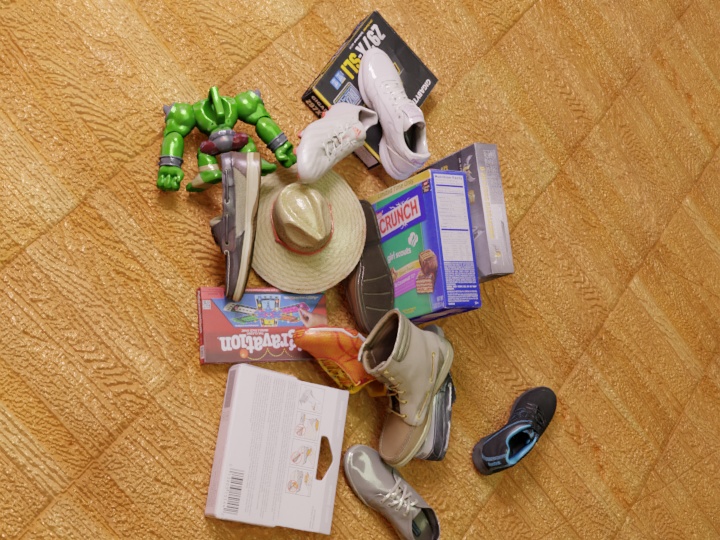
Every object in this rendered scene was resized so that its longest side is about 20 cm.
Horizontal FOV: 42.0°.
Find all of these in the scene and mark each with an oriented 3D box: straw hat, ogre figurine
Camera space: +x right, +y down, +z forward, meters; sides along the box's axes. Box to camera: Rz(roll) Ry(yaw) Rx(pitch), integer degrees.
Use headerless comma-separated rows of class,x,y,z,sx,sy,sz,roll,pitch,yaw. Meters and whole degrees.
straw hat,-0.082,-0.074,1.313,0.196,0.085,0.206,2,79,-8
ogre figurine,-0.190,-0.183,1.296,0.196,0.098,0.123,-15,84,3

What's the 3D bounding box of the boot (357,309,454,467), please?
boot,0.048,0.168,1.328,0.154,0.071,0.204,32,79,-49

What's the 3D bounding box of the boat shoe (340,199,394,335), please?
boat shoe,0.000,0.000,1.401,0.071,0.067,0.205,4,75,-40

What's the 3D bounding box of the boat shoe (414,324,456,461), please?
boat shoe,0.114,0.187,1.427,0.067,0.071,0.205,18,67,-34

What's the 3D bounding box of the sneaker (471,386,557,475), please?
sneaker,0.266,0.258,1.502,0.199,0.081,0.074,-40,99,-34

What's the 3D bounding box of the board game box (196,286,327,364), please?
board game box,-0.135,0.077,1.324,0.196,0.019,0.106,1,80,-33

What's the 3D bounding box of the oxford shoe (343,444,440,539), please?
oxford shoe,0.051,0.331,1.363,0.075,0.057,0.201,-44,102,-29

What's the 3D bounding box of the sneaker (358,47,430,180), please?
sneaker,0.060,-0.246,1.418,0.074,0.099,0.204,-17,88,-31

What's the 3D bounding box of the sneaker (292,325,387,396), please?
sneaker,-0.019,0.130,1.334,0.198,0.072,0.079,28,61,-40

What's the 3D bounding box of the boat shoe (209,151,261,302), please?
boat shoe,-0.172,-0.060,1.263,0.063,0.073,0.205,7,100,-5

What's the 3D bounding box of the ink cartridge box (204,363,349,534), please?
ink cartridge box,-0.112,0.247,1.284,0.173,0.044,0.205,18,71,-28

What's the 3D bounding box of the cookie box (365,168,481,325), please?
cookie box,0.090,-0.030,1.402,0.074,0.170,0.205,1,78,-35

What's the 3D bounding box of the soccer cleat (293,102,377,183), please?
soccer cleat,-0.035,-0.187,1.330,0.201,0.076,0.071,-60,148,-51

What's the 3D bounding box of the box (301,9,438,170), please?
box,0.018,-0.288,1.488,0.160,0.049,0.201,43,60,-15

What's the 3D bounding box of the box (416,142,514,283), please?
box,0.161,-0.078,1.465,0.047,0.157,0.205,-2,80,-31
